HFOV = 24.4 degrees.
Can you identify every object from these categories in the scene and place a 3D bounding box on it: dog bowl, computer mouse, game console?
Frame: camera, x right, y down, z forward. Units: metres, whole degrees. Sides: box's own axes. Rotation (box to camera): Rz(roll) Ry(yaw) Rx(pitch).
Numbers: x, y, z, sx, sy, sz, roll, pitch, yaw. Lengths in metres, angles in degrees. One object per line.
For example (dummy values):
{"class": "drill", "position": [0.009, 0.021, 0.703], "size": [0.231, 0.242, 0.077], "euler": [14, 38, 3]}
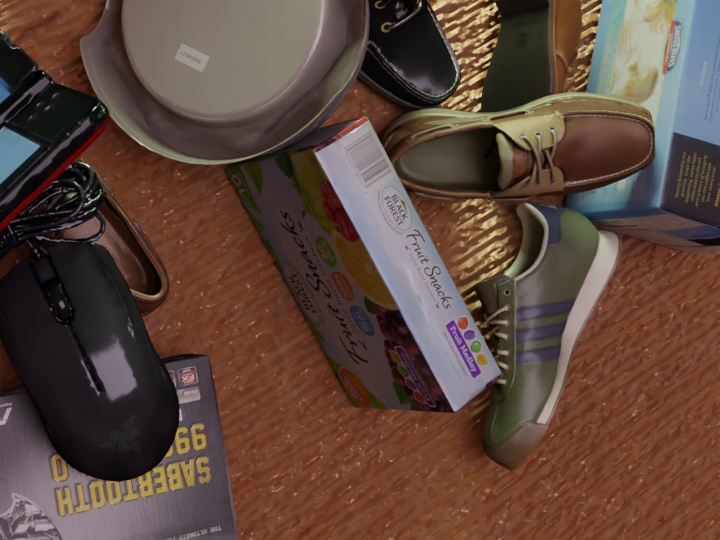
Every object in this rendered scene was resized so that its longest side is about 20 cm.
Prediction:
{"class": "dog bowl", "position": [-0.084, -0.165, 1.098], "size": [0.198, 0.059, 0.202], "euler": [-1, 85, 16]}
{"class": "computer mouse", "position": [-0.182, 0.047, 1.039], "size": [0.138, 0.053, 0.201], "euler": [-31, 102, -8]}
{"class": "game console", "position": [-0.274, -0.074, 0.990], "size": [0.200, 0.172, 0.119], "euler": [-46, 117, -11]}

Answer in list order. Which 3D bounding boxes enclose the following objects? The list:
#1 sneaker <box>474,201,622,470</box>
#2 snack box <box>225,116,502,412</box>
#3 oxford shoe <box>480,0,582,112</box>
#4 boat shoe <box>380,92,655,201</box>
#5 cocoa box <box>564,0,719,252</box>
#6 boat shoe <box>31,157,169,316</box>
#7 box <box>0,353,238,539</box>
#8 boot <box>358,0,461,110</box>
{"class": "sneaker", "position": [0.117, 0.040, 1.252], "size": [0.089, 0.067, 0.201], "euler": [29, 76, -15]}
{"class": "snack box", "position": [0.000, 0.000, 1.145], "size": [0.053, 0.142, 0.201], "euler": [-34, 103, -24]}
{"class": "oxford shoe", "position": [0.139, -0.158, 1.262], "size": [0.071, 0.071, 0.202], "euler": [5, 93, -44]}
{"class": "boat shoe", "position": [0.111, -0.080, 1.192], "size": [0.198, 0.074, 0.076], "euler": [-6, 107, 7]}
{"class": "cocoa box", "position": [0.257, -0.124, 1.281], "size": [0.130, 0.133, 0.202], "euler": [14, 83, -25]}
{"class": "boat shoe", "position": [-0.197, -0.047, 1.088], "size": [0.200, 0.067, 0.072], "euler": [47, 71, -18]}
{"class": "box", "position": [-0.186, 0.150, 1.102], "size": [0.199, 0.048, 0.160], "euler": [-9, 92, -26]}
{"class": "boot", "position": [0.025, -0.201, 1.154], "size": [0.073, 0.153, 0.204], "euler": [-44, 107, -20]}
